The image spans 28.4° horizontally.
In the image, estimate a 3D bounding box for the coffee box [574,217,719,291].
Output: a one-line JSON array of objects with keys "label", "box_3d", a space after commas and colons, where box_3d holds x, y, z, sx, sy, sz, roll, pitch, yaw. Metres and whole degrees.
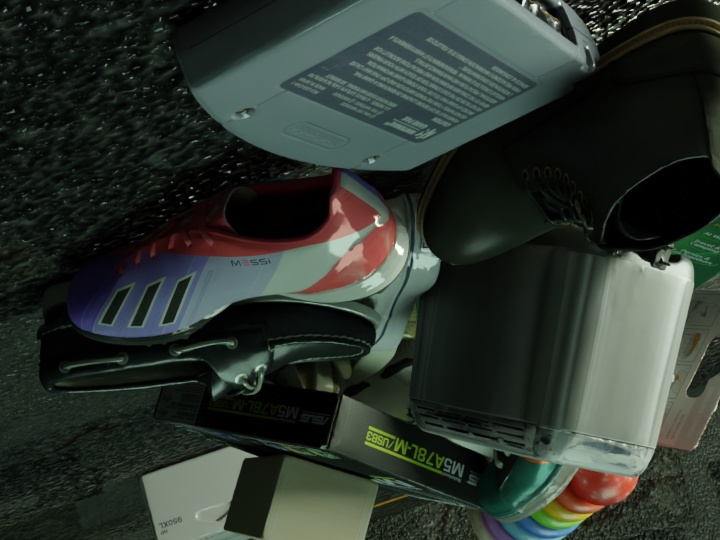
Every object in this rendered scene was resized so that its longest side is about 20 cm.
[{"label": "coffee box", "box_3d": [0.179, -0.039, 0.880, 0.122, 0.044, 0.200, 19, 158, -6]}]

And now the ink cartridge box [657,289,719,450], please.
[{"label": "ink cartridge box", "box_3d": [0.224, 0.085, 1.164, 0.199, 0.162, 0.050, 5, 142, 44]}]

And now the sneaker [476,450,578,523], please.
[{"label": "sneaker", "box_3d": [0.133, 0.095, 1.010, 0.079, 0.072, 0.200, 30, 117, -15]}]

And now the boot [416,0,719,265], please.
[{"label": "boot", "box_3d": [0.097, -0.037, 0.692, 0.077, 0.139, 0.200, 38, 125, -18]}]

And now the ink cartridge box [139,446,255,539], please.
[{"label": "ink cartridge box", "box_3d": [-0.146, 0.251, 1.565, 0.143, 0.085, 0.200, -19, 167, -1]}]

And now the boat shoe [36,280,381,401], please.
[{"label": "boat shoe", "box_3d": [-0.086, 0.047, 0.826, 0.198, 0.061, 0.076, 1, 159, -4]}]

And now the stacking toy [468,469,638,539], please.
[{"label": "stacking toy", "box_3d": [0.155, 0.171, 1.104, 0.085, 0.086, 0.200, -13, 167, -21]}]

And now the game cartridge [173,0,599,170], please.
[{"label": "game cartridge", "box_3d": [0.013, -0.090, 0.610, 0.132, 0.041, 0.200, -28, 163, 21]}]

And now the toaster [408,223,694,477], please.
[{"label": "toaster", "box_3d": [0.111, 0.044, 0.833, 0.113, 0.131, 0.199, 13, 175, -32]}]

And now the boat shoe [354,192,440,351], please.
[{"label": "boat shoe", "box_3d": [0.000, 0.000, 0.883, 0.065, 0.074, 0.200, -1, 158, -10]}]

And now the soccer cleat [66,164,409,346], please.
[{"label": "soccer cleat", "box_3d": [-0.076, -0.012, 0.735, 0.198, 0.069, 0.073, -10, 143, 22]}]

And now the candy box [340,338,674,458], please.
[{"label": "candy box", "box_3d": [0.109, 0.064, 1.091, 0.199, 0.072, 0.167, -30, 135, 32]}]

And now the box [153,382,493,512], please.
[{"label": "box", "box_3d": [-0.025, 0.130, 1.085, 0.199, 0.048, 0.193, 3, 160, 44]}]

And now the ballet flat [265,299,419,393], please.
[{"label": "ballet flat", "box_3d": [-0.021, 0.058, 1.049, 0.070, 0.071, 0.200, -5, 160, -42]}]

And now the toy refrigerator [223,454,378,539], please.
[{"label": "toy refrigerator", "box_3d": [-0.052, 0.189, 1.112, 0.075, 0.071, 0.200, 18, 168, -11]}]
